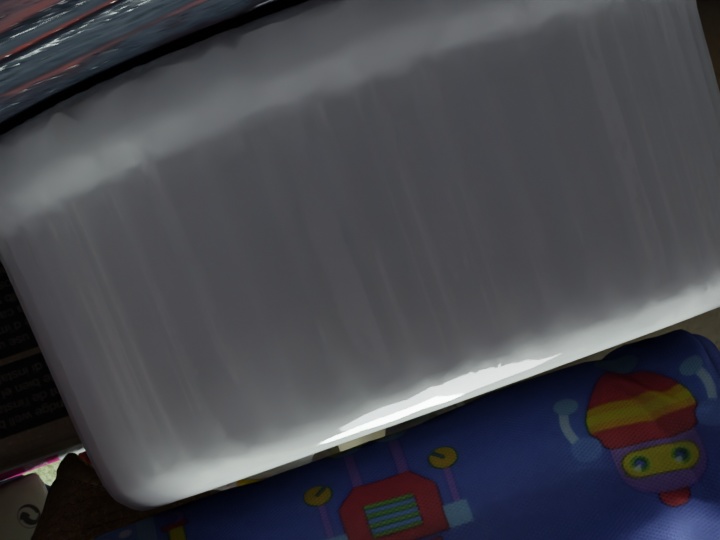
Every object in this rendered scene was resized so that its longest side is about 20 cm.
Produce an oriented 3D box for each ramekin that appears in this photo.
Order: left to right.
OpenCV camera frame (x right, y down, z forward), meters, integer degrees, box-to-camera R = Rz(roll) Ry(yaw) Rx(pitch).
[{"bbox_3d":[0.006,-0.011,0.700,0.200,0.098,0.200,-20,178,-1],"label":"ramekin"}]

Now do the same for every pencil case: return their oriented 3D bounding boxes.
[{"bbox_3d":[0.013,0.081,0.701,0.199,0.078,0.087,-18,155,-2],"label":"pencil case"}]

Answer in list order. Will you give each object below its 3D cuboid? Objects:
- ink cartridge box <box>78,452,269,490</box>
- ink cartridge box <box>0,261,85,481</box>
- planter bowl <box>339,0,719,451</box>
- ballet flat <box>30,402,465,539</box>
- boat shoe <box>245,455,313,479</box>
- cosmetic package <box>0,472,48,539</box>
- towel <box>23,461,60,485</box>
[{"bbox_3d":[-0.038,0.096,1.015,0.199,0.067,0.116,-15,-152,-6],"label":"ink cartridge box"},{"bbox_3d":[-0.143,0.039,0.899,0.164,0.075,0.200,-18,177,-6],"label":"ink cartridge box"},{"bbox_3d":[0.103,0.028,0.872,0.200,0.135,0.200,-36,154,-21],"label":"planter bowl"},{"bbox_3d":[-0.007,0.069,0.803,0.199,0.073,0.068,-7,159,18],"label":"ballet flat"},{"bbox_3d":[0.000,0.000,0.930,0.200,0.074,0.065,-48,163,22],"label":"boat shoe"},{"bbox_3d":[-0.191,0.139,0.874,0.200,0.071,0.105,-22,177,-29],"label":"cosmetic package"},{"bbox_3d":[-0.102,0.067,1.119,0.200,0.037,0.148,26,156,-26],"label":"towel"}]
